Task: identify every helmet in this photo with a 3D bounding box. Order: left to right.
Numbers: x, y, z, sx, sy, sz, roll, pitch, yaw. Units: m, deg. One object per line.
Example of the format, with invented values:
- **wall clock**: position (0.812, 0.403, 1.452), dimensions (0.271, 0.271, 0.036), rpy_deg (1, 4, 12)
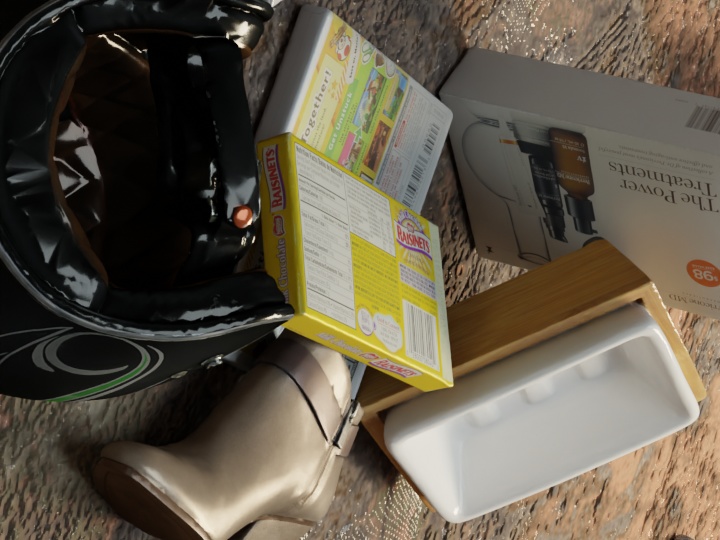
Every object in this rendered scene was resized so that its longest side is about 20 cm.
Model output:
- **helmet**: position (-0.122, -0.036, 0.930), dimensions (0.199, 0.190, 0.201), rpy_deg (3, 84, -29)

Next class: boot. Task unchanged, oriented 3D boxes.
- **boot**: position (-0.064, 0.090, 1.205), dimensions (0.147, 0.070, 0.200), rpy_deg (-57, 154, -18)

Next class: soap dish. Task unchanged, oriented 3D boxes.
- **soap dish**: position (0.107, 0.070, 1.406), dimensions (0.157, 0.199, 0.082), rpy_deg (54, 15, -54)

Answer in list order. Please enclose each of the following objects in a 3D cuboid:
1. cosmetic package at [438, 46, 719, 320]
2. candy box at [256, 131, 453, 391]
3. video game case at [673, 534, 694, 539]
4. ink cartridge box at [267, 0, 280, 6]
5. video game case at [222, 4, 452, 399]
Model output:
- **cosmetic package**: position (0.157, -0.053, 1.403), dimensions (0.052, 0.199, 0.151), rpy_deg (-56, 146, -31)
- **candy box**: position (0.000, 0.000, 1.248), dimensions (0.200, 0.026, 0.103), rpy_deg (29, 50, -60)
- **video game case**: position (0.251, 0.364, 1.960), dimensions (0.200, 0.022, 0.183), rpy_deg (-48, 142, -40)
- **ink cartridge box**: position (-0.006, -0.226, 1.156), dimensions (0.200, 0.042, 0.120), rpy_deg (-42, 153, -52)
- **video game case**: position (-0.020, -0.030, 1.287), dimensions (0.182, 0.023, 0.201), rpy_deg (31, 77, -61)
